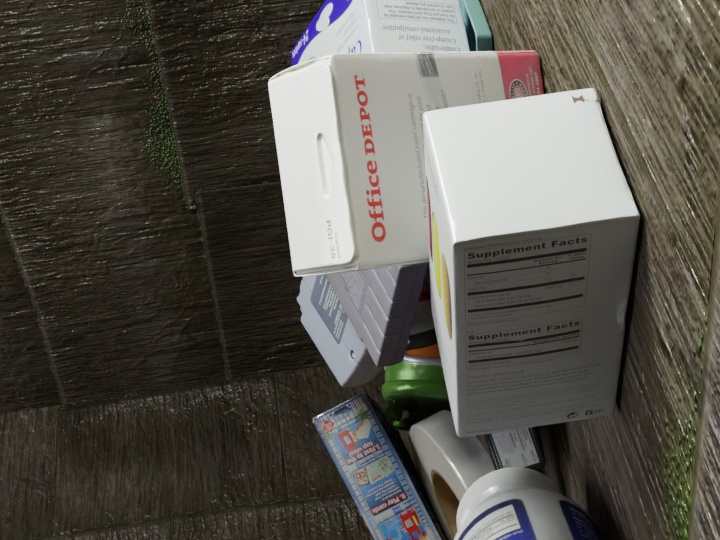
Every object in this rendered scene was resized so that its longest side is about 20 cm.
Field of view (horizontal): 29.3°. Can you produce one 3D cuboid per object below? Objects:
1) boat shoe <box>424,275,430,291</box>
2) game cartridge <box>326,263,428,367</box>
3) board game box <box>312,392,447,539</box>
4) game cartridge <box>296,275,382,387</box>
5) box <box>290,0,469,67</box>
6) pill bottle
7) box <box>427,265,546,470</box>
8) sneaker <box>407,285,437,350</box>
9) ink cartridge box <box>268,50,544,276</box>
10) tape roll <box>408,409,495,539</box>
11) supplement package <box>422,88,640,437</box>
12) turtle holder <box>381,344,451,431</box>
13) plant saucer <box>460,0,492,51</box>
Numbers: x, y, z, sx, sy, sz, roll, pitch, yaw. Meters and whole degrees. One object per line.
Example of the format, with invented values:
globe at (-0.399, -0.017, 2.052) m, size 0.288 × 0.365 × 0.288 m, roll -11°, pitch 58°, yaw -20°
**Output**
boat shoe at (0.067, -0.021, 1.421) m, size 0.067 × 0.073 × 0.200 m, roll 47°, pitch 118°, yaw 25°
game cartridge at (-0.004, -0.032, 1.150) m, size 0.130 × 0.038 × 0.200 m, roll 97°, pitch 152°, yaw -49°
board game box at (0.036, 0.235, 1.390) m, size 0.200 × 0.062 × 0.200 m, roll 64°, pitch -178°, yaw 15°
game cartridge at (0.000, 0.000, 1.236) m, size 0.133 × 0.041 × 0.200 m, roll 52°, pitch 138°, yaw 38°
box at (0.021, -0.169, 1.333) m, size 0.184 × 0.105 × 0.201 m, roll 136°, pitch 129°, yaw -58°
pill bottle at (0.128, 0.231, 1.008) m, size 0.200 × 0.119 × 0.120 m, roll -100°, pitch 3°, yaw -69°
box at (0.109, 0.068, 1.220) m, size 0.160 × 0.044 × 0.201 m, roll -45°, pitch -65°, yaw -82°
sneaker at (0.029, 0.010, 1.302) m, size 0.201 × 0.067 × 0.108 m, roll -150°, pitch 49°, yaw -76°
ink cartridge box at (0.042, -0.079, 0.989) m, size 0.083 × 0.200 × 0.147 m, roll -8°, pitch 90°, yaw 53°
tape roll at (0.106, 0.225, 1.281) m, size 0.203 × 0.037 × 0.203 m, roll 60°, pitch 168°, yaw 22°
supplement package at (0.103, -0.001, 0.875) m, size 0.200 × 0.109 × 0.114 m, roll 84°, pitch 177°, yaw -49°
turtle holder at (0.105, 0.101, 1.418) m, size 0.185 × 0.141 × 0.132 m, roll 21°, pitch -110°, yaw -46°
plant saucer at (0.103, -0.247, 1.331) m, size 0.200 × 0.019 × 0.070 m, roll -102°, pitch 4°, yaw -51°
